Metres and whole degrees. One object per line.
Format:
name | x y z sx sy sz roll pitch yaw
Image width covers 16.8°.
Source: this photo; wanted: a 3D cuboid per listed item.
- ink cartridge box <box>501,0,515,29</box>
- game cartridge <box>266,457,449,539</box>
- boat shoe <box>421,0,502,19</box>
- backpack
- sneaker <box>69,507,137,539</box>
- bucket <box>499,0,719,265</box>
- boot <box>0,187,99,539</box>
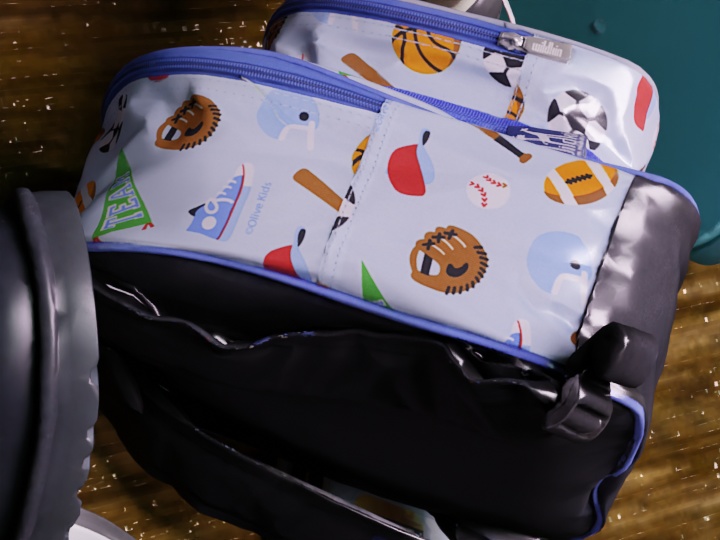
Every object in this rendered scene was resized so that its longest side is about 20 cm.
ink cartridge box | -0.021 -0.179 0.737 0.160 0.047 0.200 58 11 -52
game cartridge | 0.021 0.138 0.857 0.133 0.042 0.200 21 64 -34
boat shoe | 0.010 -0.134 0.842 0.063 0.074 0.201 52 8 -41
backpack | 0.000 0.000 0.759 0.190 0.200 0.154 12 63 2
sneaker | -0.097 0.134 0.714 0.200 0.076 0.116 26 59 -39
bucket | 0.135 -0.103 0.926 0.135 0.207 0.207 -18 91 -38
boot | -0.162 0.059 0.575 0.168 0.200 0.076 4 44 -24
